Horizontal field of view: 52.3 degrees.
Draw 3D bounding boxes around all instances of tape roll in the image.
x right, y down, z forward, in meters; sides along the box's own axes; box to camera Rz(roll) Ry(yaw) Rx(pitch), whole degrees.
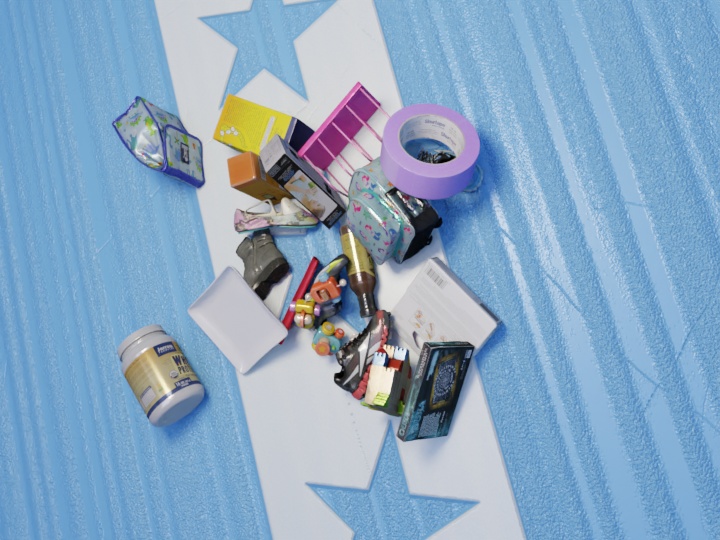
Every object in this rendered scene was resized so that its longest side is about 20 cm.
[{"bbox_3d":[0.138,-0.240,1.468,0.194,0.066,0.205,3,55,-4],"label":"tape roll"}]

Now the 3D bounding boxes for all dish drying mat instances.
[{"bbox_3d":[-0.141,0.066,1.649,0.018,0.077,0.204,25,94,-10],"label":"dish drying mat"}]

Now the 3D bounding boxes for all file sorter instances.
[{"bbox_3d":[-0.010,-0.273,1.595,0.200,0.139,0.126,-47,73,10],"label":"file sorter"}]

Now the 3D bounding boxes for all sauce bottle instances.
[{"bbox_3d":[0.000,0.000,1.604,0.063,0.064,0.206,-14,82,18],"label":"sauce bottle"}]

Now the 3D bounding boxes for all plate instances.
[{"bbox_3d":[-0.274,0.109,1.651,0.200,0.032,0.199,48,125,-2],"label":"plate"}]

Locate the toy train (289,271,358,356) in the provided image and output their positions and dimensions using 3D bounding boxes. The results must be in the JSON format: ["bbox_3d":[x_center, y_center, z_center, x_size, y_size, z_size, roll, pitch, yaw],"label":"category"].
[{"bbox_3d":[-0.073,0.108,1.567,0.147,0.056,0.203,-15,118,22],"label":"toy train"}]

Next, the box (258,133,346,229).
[{"bbox_3d":[-0.124,-0.192,1.585,0.060,0.199,0.117,-42,32,10],"label":"box"}]

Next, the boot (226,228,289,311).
[{"bbox_3d":[-0.259,0.001,1.712,0.200,0.067,0.132,-43,60,12],"label":"boot"}]

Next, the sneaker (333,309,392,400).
[{"bbox_3d":[0.001,0.171,1.560,0.096,0.071,0.205,21,100,-11],"label":"sneaker"}]

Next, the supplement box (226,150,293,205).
[{"bbox_3d":[-0.219,-0.202,1.633,0.065,0.199,0.071,-15,76,18],"label":"supplement box"}]

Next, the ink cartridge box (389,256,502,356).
[{"bbox_3d":[0.171,0.105,1.540,0.200,0.043,0.175,45,115,18],"label":"ink cartridge box"}]

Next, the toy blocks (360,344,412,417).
[{"bbox_3d":[0.065,0.218,1.499,0.097,0.200,0.141,7,75,21],"label":"toy blocks"}]

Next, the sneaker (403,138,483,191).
[{"bbox_3d":[0.165,-0.236,1.550,0.196,0.090,0.080,23,92,21],"label":"sneaker"}]

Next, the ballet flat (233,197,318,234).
[{"bbox_3d":[-0.194,-0.127,1.662,0.194,0.069,0.073,-5,101,3],"label":"ballet flat"}]

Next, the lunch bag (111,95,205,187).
[{"bbox_3d":[-0.469,-0.295,1.753,0.127,0.169,0.202,-39,72,13],"label":"lunch bag"}]

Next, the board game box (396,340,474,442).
[{"bbox_3d":[0.150,0.240,1.465,0.028,0.133,0.205,29,108,46],"label":"board game box"}]

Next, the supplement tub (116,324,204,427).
[{"bbox_3d":[-0.469,0.244,1.713,0.144,0.144,0.202,-40,73,12],"label":"supplement tub"}]

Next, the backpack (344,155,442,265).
[{"bbox_3d":[0.052,-0.126,1.527,0.148,0.178,0.202,-28,73,-22],"label":"backpack"}]

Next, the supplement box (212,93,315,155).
[{"bbox_3d":[-0.223,-0.314,1.694,0.196,0.108,0.112,23,92,21],"label":"supplement box"}]

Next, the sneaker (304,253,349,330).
[{"bbox_3d":[-0.067,0.051,1.610,0.080,0.074,0.202,34,122,7],"label":"sneaker"}]
